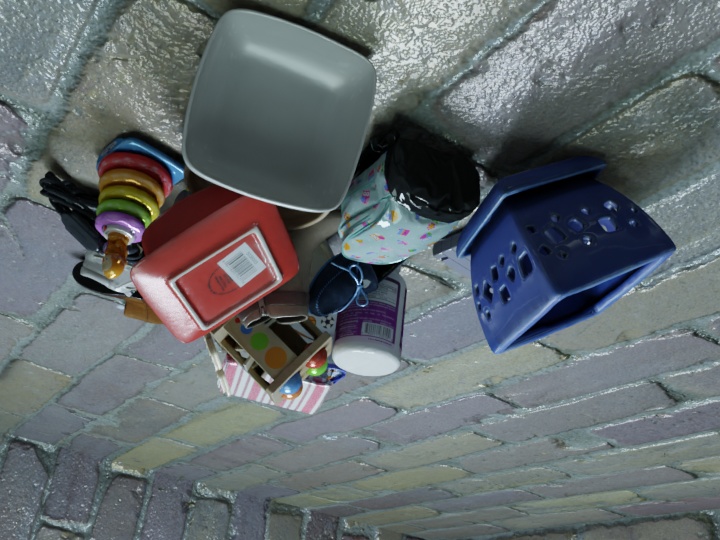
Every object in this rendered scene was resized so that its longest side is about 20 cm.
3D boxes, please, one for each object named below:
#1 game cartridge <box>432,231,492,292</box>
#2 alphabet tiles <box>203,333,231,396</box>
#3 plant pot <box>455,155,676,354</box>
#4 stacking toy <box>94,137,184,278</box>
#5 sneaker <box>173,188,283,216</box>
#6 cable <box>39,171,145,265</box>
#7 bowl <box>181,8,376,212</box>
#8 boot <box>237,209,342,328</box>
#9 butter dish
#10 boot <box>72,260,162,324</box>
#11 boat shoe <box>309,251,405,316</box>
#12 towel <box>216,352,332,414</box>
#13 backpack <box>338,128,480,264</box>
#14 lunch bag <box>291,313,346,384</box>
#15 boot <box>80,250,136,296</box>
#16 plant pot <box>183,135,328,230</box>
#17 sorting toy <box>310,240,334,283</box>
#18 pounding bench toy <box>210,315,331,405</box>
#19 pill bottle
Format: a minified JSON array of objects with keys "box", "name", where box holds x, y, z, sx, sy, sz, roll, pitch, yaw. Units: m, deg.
[{"box":[0.231,-0.014,1.209,0.200,0.039,0.129,29,140,-34],"name":"game cartridge"},{"box":[-0.256,0.108,1.233,0.015,0.200,0.196,-20,128,-13],"name":"alphabet tiles"},{"box":[0.250,-0.028,0.982,0.199,0.180,0.200,-18,160,-22],"name":"plant pot"},{"box":[-0.333,-0.077,1.049,0.110,0.201,0.116,29,143,-35],"name":"stacking toy"},{"box":[-0.180,-0.099,1.128,0.199,0.075,0.085,0,170,12],"name":"sneaker"},{"box":[-0.403,-0.086,1.136,0.200,0.051,0.163,40,-169,9],"name":"cable"},{"box":[-0.097,-0.176,0.852,0.199,0.200,0.075,17,175,-18],"name":"bowl"},{"box":[-0.099,0.002,1.082,0.199,0.147,0.070,-16,159,5],"name":"boot"},{"box":[-0.206,-0.034,0.982,0.199,0.148,0.200,-32,147,-10],"name":"butter dish"},{"box":[-0.465,0.046,1.470,0.188,0.069,0.200,5,159,-12],"name":"boot"},{"box":[0.000,0.000,1.131,0.069,0.200,0.084,20,143,40],"name":"boat shoe"},{"box":[-0.160,0.207,1.358,0.199,0.030,0.146,16,148,-9],"name":"towel"},{"box":[0.047,-0.090,1.019,0.166,0.127,0.200,20,152,-29],"name":"backpack"},{"box":[-0.094,0.124,1.386,0.200,0.171,0.124,-14,147,35],"name":"lunch bag"},{"box":[-0.381,0.002,1.293,0.199,0.096,0.074,21,-179,-14],"name":"boot"},{"box":[-0.128,-0.144,0.996,0.200,0.093,0.201,6,151,4],"name":"plant pot"},{"box":[-0.135,-0.008,1.245,0.199,0.107,0.180,10,158,-4],"name":"sorting toy"},{"box":[-0.132,0.128,1.184,0.156,0.124,0.200,44,165,11],"name":"pounding bench toy"},{"box":[0.019,0.062,1.218,0.112,0.201,0.112,6,151,3],"name":"pill bottle"}]
